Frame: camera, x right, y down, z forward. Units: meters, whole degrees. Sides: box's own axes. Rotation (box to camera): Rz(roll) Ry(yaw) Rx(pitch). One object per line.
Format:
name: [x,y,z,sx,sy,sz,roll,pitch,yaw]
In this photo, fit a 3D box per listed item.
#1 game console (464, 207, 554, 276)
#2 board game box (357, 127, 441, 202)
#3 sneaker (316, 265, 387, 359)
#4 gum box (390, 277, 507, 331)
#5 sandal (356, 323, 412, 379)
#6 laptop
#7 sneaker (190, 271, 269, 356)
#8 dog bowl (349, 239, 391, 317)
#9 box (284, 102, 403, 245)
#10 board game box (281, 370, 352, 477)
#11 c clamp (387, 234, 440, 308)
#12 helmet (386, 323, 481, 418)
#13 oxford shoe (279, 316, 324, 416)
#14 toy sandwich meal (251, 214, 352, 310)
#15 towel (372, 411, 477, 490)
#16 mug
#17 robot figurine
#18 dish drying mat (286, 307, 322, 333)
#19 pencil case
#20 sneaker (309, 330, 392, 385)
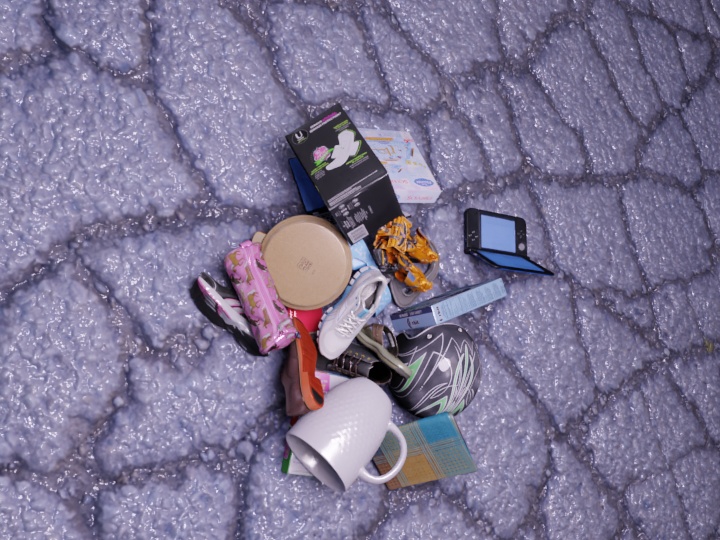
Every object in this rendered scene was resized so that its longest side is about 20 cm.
game console: [0.369,-0.071,1.334,0.199,0.118,0.172,7,78,-27]
board game box: [0.053,-0.234,1.194,0.199,0.041,0.200,-3,54,-27]
sneaker: [-0.015,0.082,1.023,0.075,0.087,0.201,31,88,-18]
gum box: [0.191,0.077,1.188,0.199,0.170,0.045,-18,88,-29]
sandal: [0.050,0.147,1.102,0.057,0.201,0.080,-53,134,1]
laptop: [-0.022,-0.174,1.148,0.186,0.200,0.117,-19,124,-33]
sneaker: [-0.234,0.073,1.035,0.200,0.080,0.087,49,50,-18]
dog bowl: [0.000,0.000,1.130,0.049,0.111,0.201,-29,95,-15]
box: [-0.030,-0.180,1.017,0.124,0.149,0.201,-31,62,1]
board game box: [-0.065,0.311,1.088,0.152,0.040,0.202,17,74,-24]
c clamp: [0.113,-0.008,1.209,0.200,0.027,0.172,-40,124,-32]
helmet: [0.159,0.212,1.131,0.199,0.190,0.202,3,83,-29]
oxford shoe: [-0.123,0.175,1.007,0.071,0.072,0.201,50,19,-45]
toy sandwich meal: [-0.116,-0.015,1.064,0.203,0.070,0.207,-1,98,-6]
towel: [0.120,0.370,1.098,0.147,0.199,0.022,64,20,-15]
mug: [-0.008,0.305,0.996,0.199,0.148,0.175,33,57,22]
robot figurine: [0.094,-0.042,1.110,0.200,0.058,0.146,42,55,-48]
dish drying mat: [-0.118,0.048,1.119,0.076,0.018,0.202,-3,82,-29]
pencil case: [-0.182,0.048,0.978,0.083,0.086,0.201,1,61,-65]
sneaker: [-0.034,0.175,1.082,0.199,0.106,0.075,14,92,-25]
